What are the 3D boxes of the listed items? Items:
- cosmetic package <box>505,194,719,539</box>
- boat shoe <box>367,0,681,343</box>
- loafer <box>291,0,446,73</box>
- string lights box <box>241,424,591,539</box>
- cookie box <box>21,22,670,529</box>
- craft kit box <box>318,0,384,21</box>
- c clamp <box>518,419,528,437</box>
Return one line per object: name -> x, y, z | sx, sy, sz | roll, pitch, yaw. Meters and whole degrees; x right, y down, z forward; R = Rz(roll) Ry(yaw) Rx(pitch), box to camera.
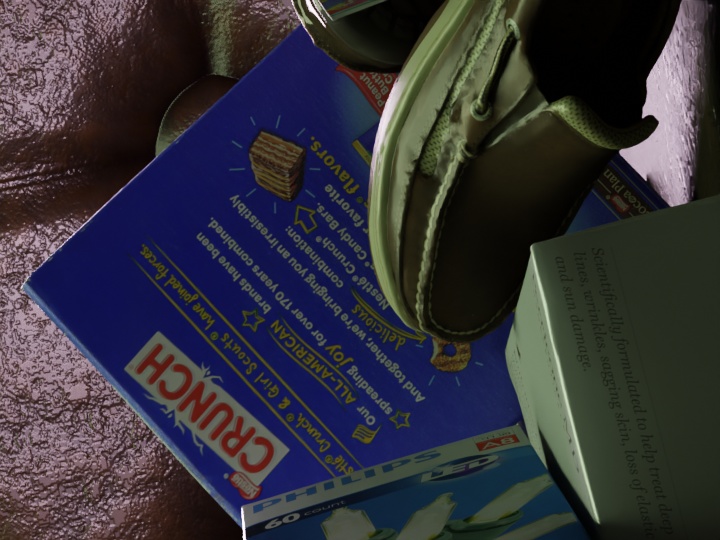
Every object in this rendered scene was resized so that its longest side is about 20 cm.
cosmetic package -> 0.099, 0.053, 0.789 | 0.200, 0.081, 0.113 | 77, 180, -77
boat shoe -> 0.058, -0.057, 0.773 | 0.075, 0.075, 0.202 | 50, 133, 49
loafer -> 0.030, -0.118, 0.870 | 0.073, 0.071, 0.200 | 54, -141, -6
string lights box -> 0.020, 0.107, 0.729 | 0.200, 0.103, 0.059 | -117, 10, -81
cookie box -> 0.000, 0.000, 0.940 | 0.171, 0.200, 0.075 | 47, 177, 6
craft kit box -> -0.040, -0.192, 0.702 | 0.200, 0.049, 0.198 | 45, -159, -75
c clamp -> 0.091, 0.032, 1.067 | 0.200, 0.027, 0.171 | 39, -148, -49
